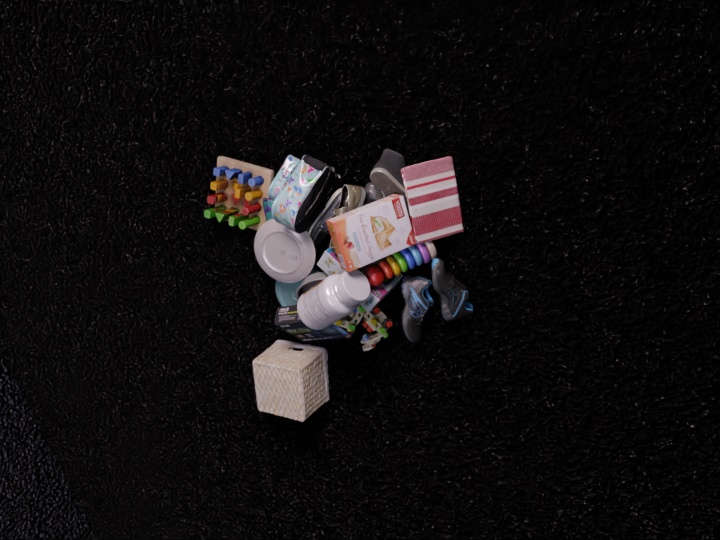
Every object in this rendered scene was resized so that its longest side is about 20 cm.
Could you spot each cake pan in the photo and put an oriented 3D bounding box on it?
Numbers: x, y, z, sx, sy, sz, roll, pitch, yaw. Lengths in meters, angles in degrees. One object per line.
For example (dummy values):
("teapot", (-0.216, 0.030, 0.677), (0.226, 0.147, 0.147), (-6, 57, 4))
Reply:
("cake pan", (-0.089, 0.066, 1.547), (0.200, 0.037, 0.200), (2, 146, 2))

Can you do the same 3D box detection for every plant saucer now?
("plant saucer", (-0.193, 0.073, 1.661), (0.200, 0.036, 0.200), (8, 111, 23))

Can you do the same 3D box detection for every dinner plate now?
("dinner plate", (-0.228, -0.056, 1.545), (0.200, 0.024, 0.200), (6, 111, 16))

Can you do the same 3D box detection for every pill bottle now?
("pill bottle", (-0.070, 0.074, 1.390), (0.200, 0.114, 0.114), (-33, 92, 43))

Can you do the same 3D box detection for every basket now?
("basket", (-0.224, 0.353, 1.703), (0.198, 0.161, 0.200), (6, 109, 24))

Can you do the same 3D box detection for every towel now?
("towel", (0.188, -0.181, 1.352), (0.144, 0.023, 0.200), (-16, 105, -15))

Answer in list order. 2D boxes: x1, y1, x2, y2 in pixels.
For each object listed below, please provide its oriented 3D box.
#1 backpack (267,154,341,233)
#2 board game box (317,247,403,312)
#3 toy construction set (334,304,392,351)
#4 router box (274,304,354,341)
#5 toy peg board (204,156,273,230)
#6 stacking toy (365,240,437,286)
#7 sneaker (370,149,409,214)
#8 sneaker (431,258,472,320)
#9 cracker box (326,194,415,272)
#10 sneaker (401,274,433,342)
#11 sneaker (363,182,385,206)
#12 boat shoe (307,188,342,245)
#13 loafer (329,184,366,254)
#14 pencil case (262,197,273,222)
("backpack", (-0.164, -0.207, 1.440), (0.150, 0.178, 0.200), (25, 91, 10))
("board game box", (0.000, 0.000, 1.475), (0.200, 0.148, 0.064), (41, 131, 7))
("toy construction set", (0.014, 0.160, 1.535), (0.092, 0.131, 0.200), (36, 167, 50))
("router box", (-0.136, 0.157, 1.597), (0.200, 0.062, 0.150), (-10, 147, 29))
("toy peg board", (-0.383, -0.226, 1.611), (0.200, 0.098, 0.199), (18, 115, 19))
("stacking toy", (0.103, -0.021, 1.403), (0.200, 0.085, 0.085), (-32, 93, -6))
("sneaker", (0.117, -0.227, 1.392), (0.075, 0.106, 0.200), (-14, 131, 43))
("sneaker", (0.243, 0.045, 1.404), (0.082, 0.073, 0.200), (-12, 126, 19))
("cracker box", (0.029, -0.096, 1.325), (0.058, 0.200, 0.134), (28, 139, 64))
("sneaker", (0.163, 0.113, 1.483), (0.082, 0.073, 0.200), (3, 109, 24))
("sneaker", (0.034, -0.140, 1.445), (0.066, 0.090, 0.200), (4, 109, 23))
("boat shoe", (-0.084, -0.139, 1.512), (0.066, 0.074, 0.199), (41, 110, 13))
("loafer", (-0.049, -0.143, 1.415), (0.075, 0.070, 0.200), (1, 71, 52))
("pencil case", (-0.234, -0.131, 1.579), (0.092, 0.085, 0.200), (7, 114, 53))
